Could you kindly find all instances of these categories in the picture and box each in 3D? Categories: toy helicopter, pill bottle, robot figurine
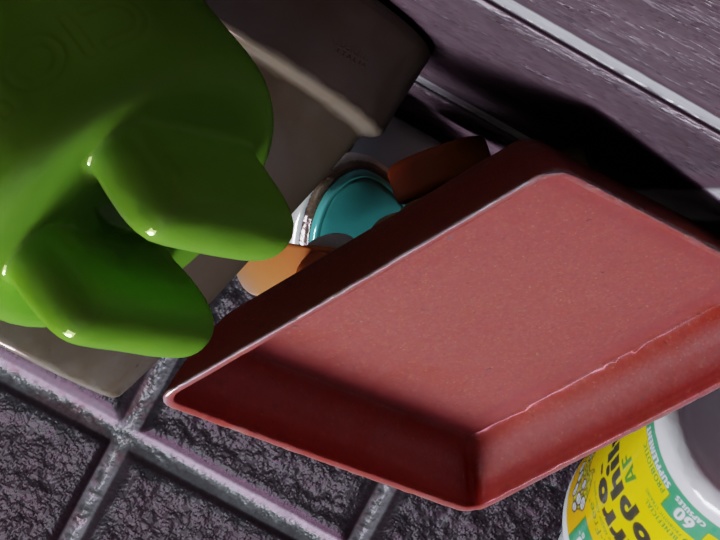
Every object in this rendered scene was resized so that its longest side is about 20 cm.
[{"bbox_3d":[0.031,-0.017,1.148,0.132,0.079,0.200,-17,176,-23],"label":"toy helicopter"},{"bbox_3d":[0.159,0.107,1.285,0.113,0.113,0.200,29,150,-1],"label":"pill bottle"},{"bbox_3d":[-0.106,-0.064,0.880,0.116,0.176,0.200,7,-143,-55],"label":"robot figurine"}]

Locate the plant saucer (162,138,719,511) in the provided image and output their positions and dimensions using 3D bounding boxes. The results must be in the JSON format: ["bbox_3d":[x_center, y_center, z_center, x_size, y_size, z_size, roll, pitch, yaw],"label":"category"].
[{"bbox_3d":[0.055,0.021,1.094,0.199,0.200,0.037,23,-133,-45],"label":"plant saucer"}]

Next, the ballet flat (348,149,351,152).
[{"bbox_3d":[-0.087,-0.106,1.238,0.200,0.068,0.072,29,158,-6],"label":"ballet flat"}]

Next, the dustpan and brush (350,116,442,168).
[{"bbox_3d":[-0.020,-0.060,1.343,0.200,0.057,0.139,30,178,-33],"label":"dustpan and brush"}]

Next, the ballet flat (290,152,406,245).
[{"bbox_3d":[0.000,0.000,1.313,0.069,0.070,0.200,27,162,35],"label":"ballet flat"}]

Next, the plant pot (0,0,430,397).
[{"bbox_3d":[-0.099,-0.054,1.039,0.200,0.174,0.200,27,178,1],"label":"plant pot"}]
